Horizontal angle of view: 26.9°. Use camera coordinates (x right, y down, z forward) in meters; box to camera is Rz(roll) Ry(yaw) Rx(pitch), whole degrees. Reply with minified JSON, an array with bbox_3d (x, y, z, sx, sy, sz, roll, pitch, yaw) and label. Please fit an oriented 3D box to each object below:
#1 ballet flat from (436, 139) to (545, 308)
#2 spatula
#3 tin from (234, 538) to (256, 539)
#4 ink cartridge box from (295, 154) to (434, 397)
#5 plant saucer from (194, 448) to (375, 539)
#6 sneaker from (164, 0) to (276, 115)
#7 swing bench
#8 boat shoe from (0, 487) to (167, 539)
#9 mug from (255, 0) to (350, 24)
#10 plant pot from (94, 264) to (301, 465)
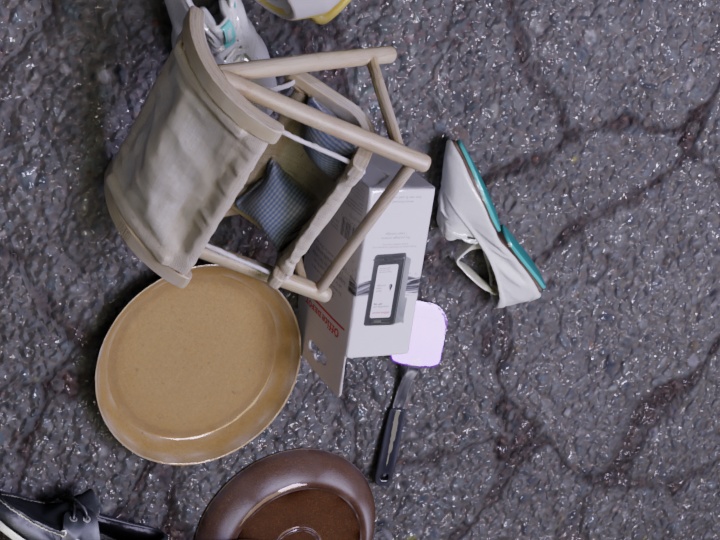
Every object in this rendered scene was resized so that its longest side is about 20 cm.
[{"bbox_3d":[0.112,-0.035,1.442,0.069,0.069,0.201,-38,124,-6],"label":"ballet flat"},{"bbox_3d":[0.043,0.126,1.499,0.056,0.021,0.202,7,112,-15],"label":"spatula"},{"bbox_3d":[-0.083,0.326,1.483,0.199,0.042,0.113,21,106,-32],"label":"tin"},{"bbox_3d":[0.000,0.000,1.365,0.067,0.116,0.202,-2,114,-26],"label":"ink cartridge box"},{"bbox_3d":[-0.069,0.275,1.507,0.198,0.032,0.202,-11,118,-22],"label":"plant saucer"},{"bbox_3d":[-0.118,-0.196,1.234,0.075,0.088,0.201,-34,123,-10],"label":"sneaker"},{"bbox_3d":[-0.083,-0.086,1.231,0.198,0.131,0.199,5,141,-29],"label":"swing bench"},{"bbox_3d":[-0.253,0.232,1.370,0.199,0.074,0.066,35,92,-34],"label":"boat shoe"},{"bbox_3d":[-0.025,-0.271,1.197,0.154,0.149,0.187,-50,129,-10],"label":"mug"},{"bbox_3d":[-0.150,0.084,1.382,0.198,0.027,0.202,-10,116,-22],"label":"plant pot"}]
